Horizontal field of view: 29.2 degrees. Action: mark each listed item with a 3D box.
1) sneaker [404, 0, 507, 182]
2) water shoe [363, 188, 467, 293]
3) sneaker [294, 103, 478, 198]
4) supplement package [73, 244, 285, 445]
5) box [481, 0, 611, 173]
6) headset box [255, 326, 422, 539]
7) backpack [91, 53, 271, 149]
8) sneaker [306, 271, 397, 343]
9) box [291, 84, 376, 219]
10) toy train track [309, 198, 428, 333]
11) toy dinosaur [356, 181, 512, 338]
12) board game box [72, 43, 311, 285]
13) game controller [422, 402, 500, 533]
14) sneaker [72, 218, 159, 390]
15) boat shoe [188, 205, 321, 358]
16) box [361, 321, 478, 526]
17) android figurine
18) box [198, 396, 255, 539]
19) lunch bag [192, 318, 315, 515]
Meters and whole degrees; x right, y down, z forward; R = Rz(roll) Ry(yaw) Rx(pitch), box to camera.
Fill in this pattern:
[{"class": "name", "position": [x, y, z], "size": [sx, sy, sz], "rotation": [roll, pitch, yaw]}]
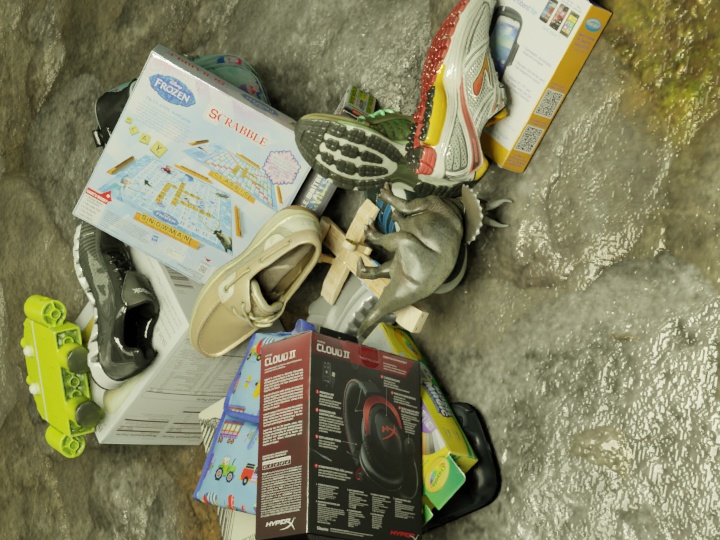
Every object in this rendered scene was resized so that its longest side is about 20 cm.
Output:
[{"class": "sneaker", "position": [0.101, -0.176, 1.327], "size": [0.078, 0.081, 0.202], "rotation": [148, 137, -70]}, {"class": "water shoe", "position": [0.051, -0.053, 1.421], "size": [0.079, 0.071, 0.202], "rotation": [119, 138, -52]}, {"class": "sneaker", "position": [0.023, -0.130, 1.376], "size": [0.089, 0.198, 0.077], "rotation": [-102, 32, -43]}, {"class": "supplement package", "position": [-0.220, 0.081, 1.595], "size": [0.200, 0.150, 0.152], "rotation": [-50, 53, 27]}, {"class": "box", "position": [0.160, -0.212, 1.346], "size": [0.119, 0.041, 0.201], "rotation": [44, 112, 39]}, {"class": "headset box", "position": [-0.017, 0.152, 1.266], "size": [0.075, 0.148, 0.202], "rotation": [-18, 65, 42]}, {"class": "backpack", "position": [-0.177, -0.152, 1.552], "size": [0.150, 0.199, 0.179], "rotation": [-13, 99, 40]}, {"class": "sneaker", "position": [-0.031, 0.072, 1.480], "size": [0.200, 0.074, 0.082], "rotation": [-47, 41, 21]}, {"class": "box", "position": [-0.047, -0.095, 1.490], "size": [0.201, 0.034, 0.110], "rotation": [-60, 8, 21]}, {"class": "toy train track", "position": [0.000, 0.000, 1.385], "size": [0.200, 0.032, 0.116], "rotation": [44, 114, 45]}, {"class": "toy dinosaur", "position": [0.056, -0.022, 1.309], "size": [0.101, 0.077, 0.201], "rotation": [20, 58, 25]}, {"class": "board game box", "position": [-0.168, -0.099, 1.434], "size": [0.201, 0.199, 0.041], "rotation": [-58, 8, 21]}, {"class": "game controller", "position": [0.055, 0.210, 1.391], "size": [0.199, 0.042, 0.105], "rotation": [-32, 77, 38]}, {"class": "sneaker", "position": [-0.257, 0.022, 1.493], "size": [0.090, 0.066, 0.202], "rotation": [-18, 75, 38]}, {"class": "boat shoe", "position": [-0.109, 0.024, 1.421], "size": [0.200, 0.072, 0.065], "rotation": [-47, 32, 20]}, {"class": "box", "position": [0.038, 0.162, 1.348], "size": [0.118, 0.048, 0.201], "rotation": [-49, 44, 24]}, {"class": "android figurine", "position": [-0.349, 0.118, 1.582], "size": [0.199, 0.041, 0.184], "rotation": [14, 113, 58]}, {"class": "box", "position": [-0.114, 0.239, 1.525], "size": [0.082, 0.068, 0.202], "rotation": [-33, 61, 37]}, {"class": "lunch bag", "position": [-0.071, 0.150, 1.392], "size": [0.150, 0.093, 0.202], "rotation": [-1, 72, 51]}]
